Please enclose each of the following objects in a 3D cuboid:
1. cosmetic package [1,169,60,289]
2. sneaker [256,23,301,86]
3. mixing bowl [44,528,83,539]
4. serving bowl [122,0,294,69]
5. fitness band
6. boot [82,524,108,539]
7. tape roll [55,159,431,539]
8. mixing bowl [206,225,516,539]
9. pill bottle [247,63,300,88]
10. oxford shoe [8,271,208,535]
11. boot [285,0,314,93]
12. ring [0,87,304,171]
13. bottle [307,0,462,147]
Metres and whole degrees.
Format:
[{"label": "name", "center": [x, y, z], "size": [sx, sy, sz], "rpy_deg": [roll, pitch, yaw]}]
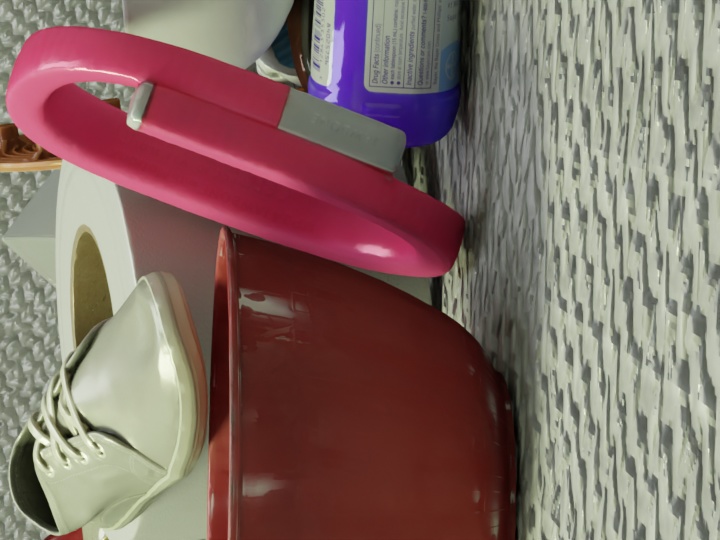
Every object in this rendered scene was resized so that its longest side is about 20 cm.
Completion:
[{"label": "cosmetic package", "center": [-0.119, -0.016, 1.522], "size": [0.090, 0.107, 0.200], "rpy_deg": [-54, 19, -18]}, {"label": "sneaker", "center": [-0.024, -0.134, 1.443], "size": [0.200, 0.076, 0.081], "rpy_deg": [-76, 1, -69]}, {"label": "mixing bowl", "center": [-0.097, 0.198, 1.679], "size": [0.109, 0.200, 0.200], "rpy_deg": [-52, 19, 19]}, {"label": "serving bowl", "center": [-0.050, -0.172, 1.109], "size": [0.200, 0.066, 0.201], "rpy_deg": [6, -90, -85]}, {"label": "fitness band", "center": [-0.051, -0.045, 1.088], "size": [0.144, 0.199, 0.038], "rpy_deg": [147, 143, -74]}, {"label": "boot", "center": [-0.121, 0.125, 1.431], "size": [0.155, 0.072, 0.201], "rpy_deg": [-97, 6, -49]}, {"label": "tape roll", "center": [-0.061, 0.025, 1.259], "size": [0.203, 0.139, 0.204], "rpy_deg": [175, 90, -73]}, {"label": "mixing bowl", "center": [-0.002, 0.083, 0.980], "size": [0.200, 0.108, 0.201], "rpy_deg": [180, 90, -85]}, {"label": "pill bottle", "center": [-0.074, -0.137, 1.589], "size": [0.114, 0.114, 0.201], "rpy_deg": [-102, 1, -68]}, {"label": "oxford shoe", "center": [-0.108, 0.063, 1.107], "size": [0.200, 0.058, 0.075], "rpy_deg": [127, 133, -59]}, {"label": "boot", "center": [-0.040, -0.131, 1.263], "size": [0.200, 0.068, 0.189], "rpy_deg": [-34, 50, 53]}, {"label": "ring", "center": [-0.109, -0.080, 1.409], "size": [0.200, 0.200, 0.019], "rpy_deg": [-116, 18, -79]}, {"label": "bottle", "center": [0.014, -0.156, 1.094], "size": [0.084, 0.065, 0.201], "rpy_deg": [-86, -1, -75]}]
